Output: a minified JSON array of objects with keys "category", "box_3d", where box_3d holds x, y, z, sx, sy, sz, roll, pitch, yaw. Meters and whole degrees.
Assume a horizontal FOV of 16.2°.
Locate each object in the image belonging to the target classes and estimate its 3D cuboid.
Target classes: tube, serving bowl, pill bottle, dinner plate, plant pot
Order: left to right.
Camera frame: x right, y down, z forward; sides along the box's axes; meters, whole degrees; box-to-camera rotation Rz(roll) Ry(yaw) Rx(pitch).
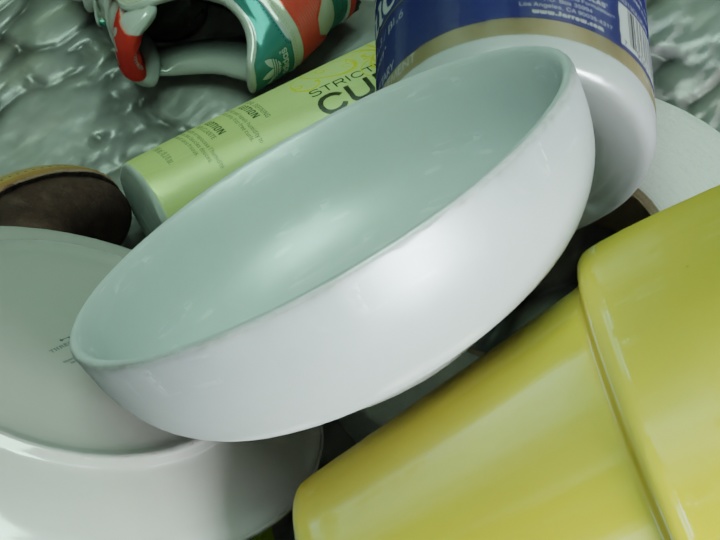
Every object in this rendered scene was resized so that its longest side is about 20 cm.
[{"category":"dinner plate","box_3d":[-0.108,0.035,0.931,0.200,0.024,0.200,13,33,-9]},{"category":"tube","box_3d":[-0.009,-0.070,1.110,0.200,0.052,0.058,-28,74,-17]},{"category":"serving bowl","box_3d":[0.000,0.000,0.886,0.200,0.066,0.200,-28,17,10]},{"category":"pill bottle","box_3d":[0.061,-0.120,1.049,0.111,0.111,0.200,-5,50,6]},{"category":"plant pot","box_3d":[0.087,0.095,0.876,0.189,0.201,0.201,-23,50,10]}]

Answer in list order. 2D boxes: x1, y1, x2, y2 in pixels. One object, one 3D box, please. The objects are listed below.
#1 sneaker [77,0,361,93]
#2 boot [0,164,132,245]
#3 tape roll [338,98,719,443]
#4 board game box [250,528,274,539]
[{"category":"sneaker","box_3d":[-0.104,-0.137,1.165,0.200,0.070,0.093,20,52,21]},{"category":"boot","box_3d":[-0.115,0.039,1.010,0.166,0.072,0.200,29,38,24]},{"category":"tape roll","box_3d":[0.076,0.007,1.039,0.203,0.037,0.203,-6,50,7]},{"category":"board game box","box_3d":[-0.140,0.133,0.969,0.200,0.048,0.102,8,53,16]}]
